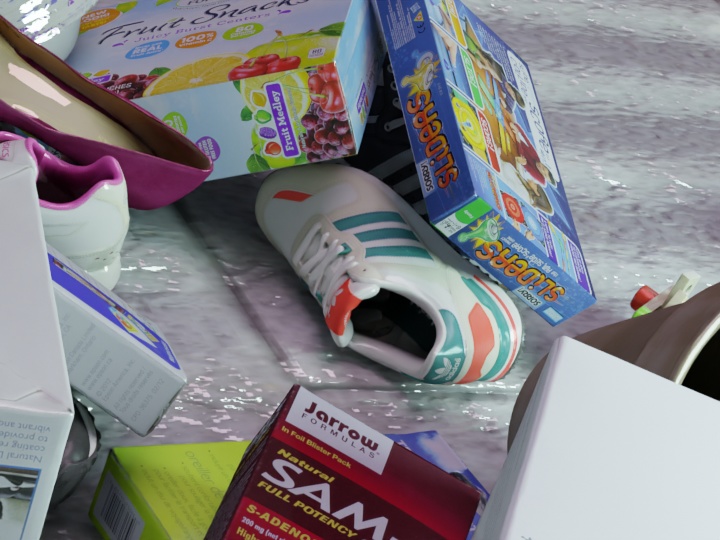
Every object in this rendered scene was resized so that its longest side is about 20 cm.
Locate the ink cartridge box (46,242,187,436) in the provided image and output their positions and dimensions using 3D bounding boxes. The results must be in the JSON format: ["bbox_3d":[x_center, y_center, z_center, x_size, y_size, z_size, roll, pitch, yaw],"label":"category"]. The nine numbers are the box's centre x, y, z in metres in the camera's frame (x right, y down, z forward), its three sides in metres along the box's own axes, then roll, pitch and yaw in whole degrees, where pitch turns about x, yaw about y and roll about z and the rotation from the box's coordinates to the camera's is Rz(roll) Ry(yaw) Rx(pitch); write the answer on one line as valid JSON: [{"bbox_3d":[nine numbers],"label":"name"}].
[{"bbox_3d":[-0.181,-0.004,1.315,0.200,0.043,0.198,39,0,-11],"label":"ink cartridge box"}]

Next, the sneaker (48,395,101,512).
[{"bbox_3d":[-0.200,0.054,1.281,0.200,0.074,0.079,38,-8,40],"label":"sneaker"}]

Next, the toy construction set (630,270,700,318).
[{"bbox_3d":[0.233,0.061,1.571,0.200,0.092,0.131,28,52,30],"label":"toy construction set"}]

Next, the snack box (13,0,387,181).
[{"bbox_3d":[-0.092,-0.115,1.596,0.199,0.068,0.169,-8,26,13],"label":"snack box"}]

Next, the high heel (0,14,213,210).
[{"bbox_3d":[-0.169,-0.107,1.464,0.200,0.096,0.068,45,44,-36],"label":"high heel"}]

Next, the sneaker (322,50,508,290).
[{"bbox_3d":[0.053,-0.075,1.674,0.200,0.109,0.070,35,29,27],"label":"sneaker"}]

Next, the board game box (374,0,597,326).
[{"bbox_3d":[0.074,-0.079,1.584,0.135,0.034,0.201,39,29,-42],"label":"board game box"}]

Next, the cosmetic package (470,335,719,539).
[{"bbox_3d":[0.093,0.172,1.155,0.122,0.201,0.200,21,28,2],"label":"cosmetic package"}]

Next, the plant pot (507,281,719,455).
[{"bbox_3d":[0.172,0.098,1.362,0.199,0.201,0.173,2,2,-32],"label":"plant pot"}]

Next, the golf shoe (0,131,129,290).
[{"bbox_3d":[-0.221,-0.047,1.453,0.199,0.092,0.076,13,38,-12],"label":"golf shoe"}]

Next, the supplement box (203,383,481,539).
[{"bbox_3d":[-0.025,0.156,1.186,0.109,0.061,0.200,30,41,-6],"label":"supplement box"}]

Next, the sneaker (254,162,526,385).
[{"bbox_3d":[0.000,0.001,1.543,0.200,0.071,0.093,38,26,26],"label":"sneaker"}]

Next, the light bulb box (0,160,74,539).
[{"bbox_3d":[-0.209,0.078,1.119,0.124,0.201,0.199,9,29,-18],"label":"light bulb box"}]

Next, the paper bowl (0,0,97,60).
[{"bbox_3d":[-0.247,-0.164,1.585,0.200,0.105,0.201,-12,28,6],"label":"paper bowl"}]

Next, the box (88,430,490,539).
[{"bbox_3d":[-0.021,0.135,1.310,0.199,0.048,0.122,-1,35,-35],"label":"box"}]
